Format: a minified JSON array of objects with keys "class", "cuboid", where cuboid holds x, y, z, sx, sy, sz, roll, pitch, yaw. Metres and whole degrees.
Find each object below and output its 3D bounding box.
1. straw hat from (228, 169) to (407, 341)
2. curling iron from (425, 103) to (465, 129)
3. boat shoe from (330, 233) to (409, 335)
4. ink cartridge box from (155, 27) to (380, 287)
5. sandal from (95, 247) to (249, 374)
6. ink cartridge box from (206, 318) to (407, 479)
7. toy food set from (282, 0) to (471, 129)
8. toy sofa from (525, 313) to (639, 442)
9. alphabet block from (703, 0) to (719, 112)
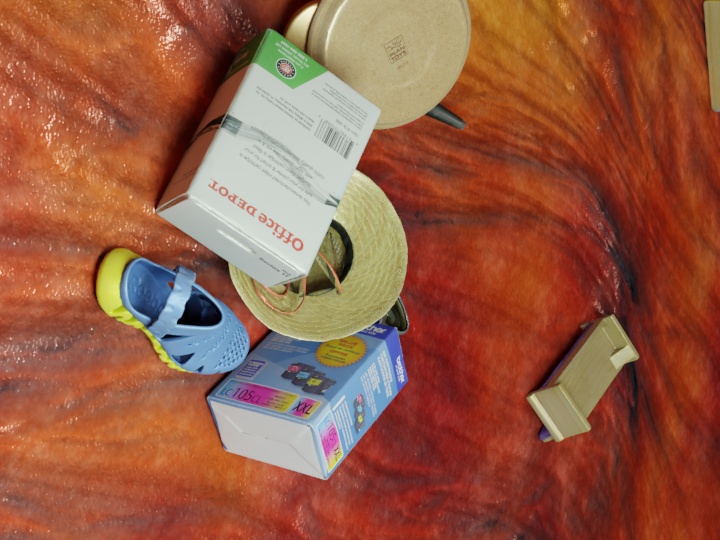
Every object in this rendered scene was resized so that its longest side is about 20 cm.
[{"class":"straw hat","cuboid":[-0.057,-0.011,1.455,0.199,0.085,0.203,7,71,-20]},{"class":"curling iron","cuboid":[0.072,-0.193,1.673,0.199,0.025,0.050,15,46,-59]},{"class":"boat shoe","cuboid":[0.000,0.000,1.566,0.072,0.064,0.201,-56,136,-32]},{"class":"ink cartridge box","cuboid":[-0.088,-0.106,1.365,0.146,0.083,0.201,35,63,-21]},{"class":"sandal","cuboid":[-0.161,0.046,1.325,0.200,0.086,0.080,37,63,-53]},{"class":"ink cartridge box","cuboid":[-0.044,0.113,1.457,0.200,0.135,0.077,-45,134,-43]},{"class":"toy food set","cuboid":[0.028,-0.241,1.496,0.200,0.049,0.198,-45,126,1]},{"class":"toy sofa","cuboid":[0.314,0.157,2.045,0.083,0.097,0.200,55,46,-11]},{"class":"alphabet block","cuboid":[0.727,-0.397,2.451,0.195,0.195,0.202,-35,122,-49]}]
